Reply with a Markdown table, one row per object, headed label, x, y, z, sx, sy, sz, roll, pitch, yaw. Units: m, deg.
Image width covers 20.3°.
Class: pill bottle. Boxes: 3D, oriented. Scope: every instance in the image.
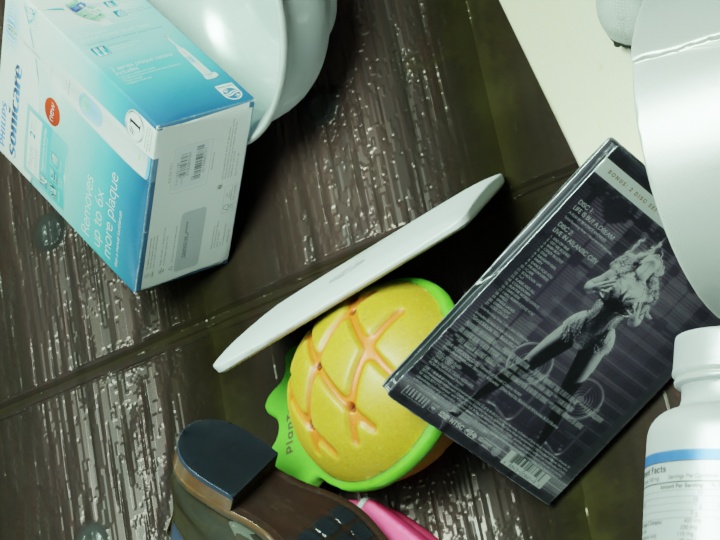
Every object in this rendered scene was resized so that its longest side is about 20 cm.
| label | x | y | z | sx | sy | sz | roll | pitch | yaw |
| --- | --- | --- | --- | --- | --- | --- | --- | --- | --- |
| pill bottle | 0.216 | 0.137 | 1.134 | 0.112 | 0.112 | 0.200 | -3 | 73 | 31 |

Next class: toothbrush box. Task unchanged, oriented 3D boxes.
| label | x | y | z | sx | sy | sz | roll | pitch | yaw |
| --- | --- | --- | --- | --- | --- | --- | --- | --- | --- |
| toothbrush box | -0.173 | -0.106 | 1.431 | 0.200 | 0.085 | 0.147 | 45 | 138 | 34 |

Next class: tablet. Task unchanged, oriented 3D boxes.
| label | x | y | z | sx | sy | sz | roll | pitch | yaw |
| --- | --- | --- | --- | --- | --- | --- | --- | --- | --- |
| tablet | 0.000 | 0.000 | 1.311 | 0.200 | 0.130 | 0.014 | -32 | 95 | 21 |

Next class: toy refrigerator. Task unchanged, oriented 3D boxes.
| label | x | y | z | sx | sy | sz | roll | pitch | yaw |
| --- | --- | --- | --- | --- | --- | --- | --- | --- | --- |
| toy refrigerator | 0.158 | -0.107 | 1.267 | 0.070 | 0.076 | 0.200 | -33 | 61 | 20 |

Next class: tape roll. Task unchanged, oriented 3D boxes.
| label | x | y | z | sx | sy | sz | roll | pitch | yaw |
| --- | --- | --- | --- | --- | --- | --- | --- | --- | --- |
| tape roll | 0.254 | -0.080 | 1.123 | 0.139 | 0.203 | 0.203 | -14 | 68 | 29 |

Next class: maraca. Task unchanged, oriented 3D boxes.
| label | x | y | z | sx | sy | sz | roll | pitch | yaw |
| --- | --- | --- | --- | --- | --- | --- | --- | --- | --- |
| maraca | 0.000 | 0.080 | 1.296 | 0.200 | 0.107 | 0.137 | -29 | 50 | 45 |

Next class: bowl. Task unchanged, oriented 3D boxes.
| label | x | y | z | sx | sy | sz | roll | pitch | yaw |
| --- | --- | --- | --- | --- | --- | --- | --- | --- | --- |
| bowl | -0.080 | -0.193 | 1.411 | 0.201 | 0.090 | 0.201 | 30 | 130 | 43 |

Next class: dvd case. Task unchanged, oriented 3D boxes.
| label | x | y | z | sx | sy | sz | roll | pitch | yaw |
| --- | --- | --- | --- | --- | --- | --- | --- | --- | --- |
| dvd case | 0.130 | 0.035 | 1.203 | 0.200 | 0.149 | 0.016 | -48 | 31 | 12 |

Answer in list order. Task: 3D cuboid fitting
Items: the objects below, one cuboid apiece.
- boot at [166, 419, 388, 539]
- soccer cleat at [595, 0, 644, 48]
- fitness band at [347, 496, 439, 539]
| label | x | y | z | sx | sy | sz | roll | pitch | yaw |
| --- | --- | --- | --- | --- | --- | --- | --- | --- | --- |
| boot | -0.045 | 0.188 | 1.283 | 0.200 | 0.075 | 0.097 | 41 | 137 | 19 |
| soccer cleat | 0.195 | -0.221 | 1.231 | 0.070 | 0.086 | 0.200 | 7 | 49 | 24 |
| fitness band | 0.008 | 0.232 | 1.282 | 0.200 | 0.037 | 0.144 | 37 | 97 | 36 |
